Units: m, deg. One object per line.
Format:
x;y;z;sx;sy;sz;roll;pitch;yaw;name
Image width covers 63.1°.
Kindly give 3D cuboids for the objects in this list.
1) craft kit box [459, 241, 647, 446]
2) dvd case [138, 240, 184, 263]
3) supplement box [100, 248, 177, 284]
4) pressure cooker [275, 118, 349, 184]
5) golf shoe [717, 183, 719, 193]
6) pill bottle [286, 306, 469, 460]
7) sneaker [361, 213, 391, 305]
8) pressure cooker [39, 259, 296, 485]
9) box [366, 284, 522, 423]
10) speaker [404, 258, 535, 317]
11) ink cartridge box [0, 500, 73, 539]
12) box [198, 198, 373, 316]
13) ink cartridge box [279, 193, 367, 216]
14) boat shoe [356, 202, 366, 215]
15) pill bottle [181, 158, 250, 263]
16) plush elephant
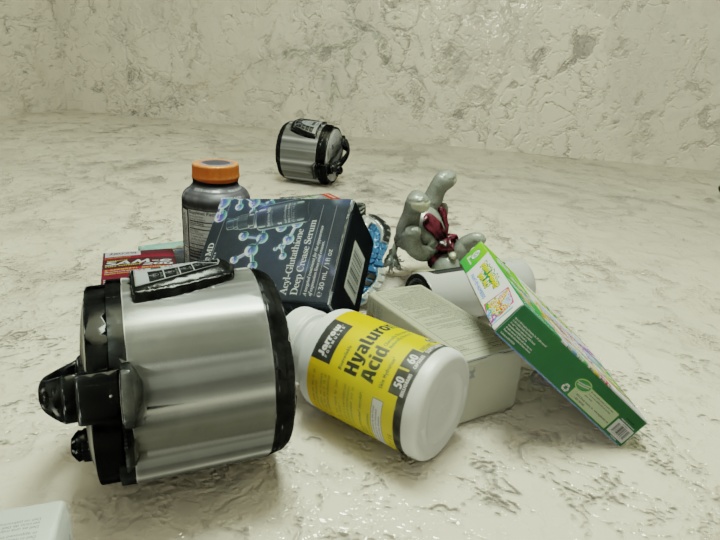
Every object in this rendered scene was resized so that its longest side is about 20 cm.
0.210;0.074;0.673;0.200;0.049;0.198;41;12;-15;craft kit box
-0.283;-0.027;1.056;0.197;0.022;0.146;-8;23;-31;dvd case
-0.313;0.029;0.841;0.107;0.062;0.200;-5;21;-21;supplement box
-0.131;-0.346;1.722;0.197;0.179;0.178;10;-3;16;pressure cooker
1.235;-0.244;1.856;0.093;0.079;0.200;14;17;-24;golf shoe
0.004;0.106;0.613;0.198;0.113;0.111;17;24;35;pill bottle
0.000;0.000;0.973;0.074;0.087;0.201;26;43;-4;sneaker
-0.169;0.091;0.513;0.197;0.177;0.180;-6;47;-21;pressure cooker
0.093;0.092;0.713;0.094;0.079;0.200;-7;23;-28;box
0.169;0.033;0.888;0.197;0.083;0.081;-8;23;-27;speaker
-0.232;0.225;0.285;0.143;0.089;0.200;-3;19;-17;ink cartridge box
-0.099;-0.004;0.770;0.197;0.107;0.150;2;61;19;box
-0.078;-0.144;1.361;0.197;0.051;0.109;-10;24;-30;ink cartridge box
-0.062;-0.105;1.229;0.071;0.072;0.199;18;25;34;boat shoe
-0.223;-0.069;0.914;0.104;0.203;0.106;3;19;-1;pill bottle
0.137;-0.041;0.992;0.154;0.202;0.164;34;30;12;plush elephant
